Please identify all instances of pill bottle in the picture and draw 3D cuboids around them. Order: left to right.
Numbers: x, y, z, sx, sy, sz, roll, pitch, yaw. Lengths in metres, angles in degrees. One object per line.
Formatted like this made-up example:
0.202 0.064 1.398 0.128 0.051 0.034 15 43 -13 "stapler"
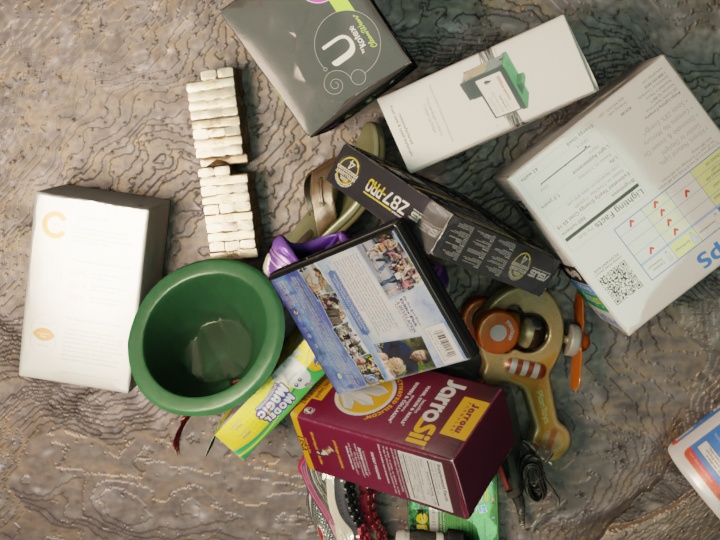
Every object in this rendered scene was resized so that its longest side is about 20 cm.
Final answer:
0.433 0.169 1.243 0.200 0.112 0.112 -40 94 10 "pill bottle"

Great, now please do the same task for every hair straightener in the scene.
0.169 0.206 1.268 0.077 0.041 0.201 12 129 42 "hair straightener"

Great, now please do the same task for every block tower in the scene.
-0.145 -0.114 1.277 0.054 0.058 0.201 -6 96 6 "block tower"

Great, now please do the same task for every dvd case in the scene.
0.008 0.039 1.123 0.200 0.018 0.143 -21 102 48 "dvd case"

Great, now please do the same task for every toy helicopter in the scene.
0.194 0.107 1.275 0.132 0.079 0.201 -17 102 -7 "toy helicopter"

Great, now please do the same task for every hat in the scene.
-0.143 0.095 1.276 0.199 0.176 0.166 -6 69 18 "hat"

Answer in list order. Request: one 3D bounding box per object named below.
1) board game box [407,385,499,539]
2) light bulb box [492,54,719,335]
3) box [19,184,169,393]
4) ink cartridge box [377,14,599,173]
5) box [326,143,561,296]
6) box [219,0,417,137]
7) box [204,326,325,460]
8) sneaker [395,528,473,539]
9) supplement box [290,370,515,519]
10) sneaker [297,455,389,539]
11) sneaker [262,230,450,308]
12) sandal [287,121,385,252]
0.102 0.224 1.324 0.104 0.023 0.201 -1 98 3 "board game box"
0.275 -0.076 1.204 0.198 0.125 0.200 -38 94 3 "light bulb box"
-0.287 0.017 1.286 0.124 0.097 0.201 9 100 4 "box"
0.128 -0.176 1.199 0.199 0.146 0.085 -24 94 7 "ink cartridge box"
0.084 -0.049 1.168 0.161 0.200 0.049 36 101 39 "box"
-0.034 -0.227 1.176 0.124 0.200 0.149 -35 94 9 "box"
-0.087 0.121 1.275 0.048 0.117 0.200 44 100 -7 "box"
0.096 0.381 1.311 0.111 0.073 0.201 -1 110 6 "sneaker"
0.044 0.164 1.223 0.199 0.110 0.086 11 133 33 "supplement box"
-0.016 0.291 1.324 0.074 0.081 0.201 -3 99 34 "sneaker"
0.000 0.000 1.225 0.199 0.081 0.084 3 115 -15 "sneaker"
-0.040 -0.072 1.256 0.057 0.080 0.201 32 102 -27 "sandal"
